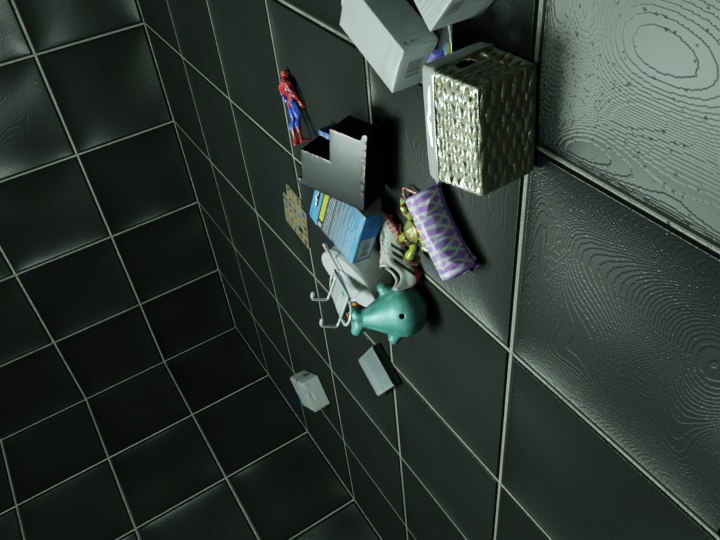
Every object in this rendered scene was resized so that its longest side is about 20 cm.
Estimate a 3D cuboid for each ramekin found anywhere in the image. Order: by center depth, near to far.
[{"bbox_3d":[0.000,0.000,1.776,0.202,0.094,0.203,40,161,16],"label":"ramekin"}]

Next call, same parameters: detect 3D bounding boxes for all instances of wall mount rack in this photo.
[{"bbox_3d":[-0.069,0.040,1.667,0.200,0.074,0.174,-115,37,-52],"label":"wall mount rack"}]

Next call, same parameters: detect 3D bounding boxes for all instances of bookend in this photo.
[{"bbox_3d":[-0.045,-0.268,1.520,0.199,0.092,0.199,25,137,24],"label":"bookend"}]

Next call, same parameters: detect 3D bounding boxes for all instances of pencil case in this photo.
[{"bbox_3d":[0.167,-0.077,1.368,0.085,0.084,0.201,-27,91,34],"label":"pencil case"}]

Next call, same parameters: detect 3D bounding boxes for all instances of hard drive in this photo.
[{"bbox_3d":[0.059,0.320,2.151,0.140,0.033,0.200,61,159,11],"label":"hard drive"}]

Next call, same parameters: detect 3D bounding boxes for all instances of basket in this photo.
[{"bbox_3d":[0.190,-0.234,1.051,0.123,0.135,0.201,38,147,46],"label":"basket"}]

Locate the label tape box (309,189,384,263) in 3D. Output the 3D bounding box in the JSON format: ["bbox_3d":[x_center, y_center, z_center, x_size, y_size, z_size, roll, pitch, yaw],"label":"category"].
[{"bbox_3d":[-0.039,-0.137,1.652,0.200,0.066,0.144,49,138,32],"label":"label tape box"}]

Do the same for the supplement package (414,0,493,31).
[{"bbox_3d":[0.119,-0.478,0.976,0.201,0.109,0.114,63,159,4],"label":"supplement package"}]

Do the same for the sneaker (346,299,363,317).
[{"bbox_3d":[-0.008,0.106,2.028,0.112,0.077,0.200,64,171,-9],"label":"sneaker"}]

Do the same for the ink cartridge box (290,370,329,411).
[{"bbox_3d":[-0.232,0.545,3.044,0.200,0.086,0.147,-3,111,67],"label":"ink cartridge box"}]

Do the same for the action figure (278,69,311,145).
[{"bbox_3d":[-0.183,-0.449,1.834,0.065,0.052,0.201,1,110,61],"label":"action figure"}]

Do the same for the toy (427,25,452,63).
[{"bbox_3d":[0.136,-0.318,1.133,0.115,0.047,0.201,-87,-12,-48],"label":"toy"}]

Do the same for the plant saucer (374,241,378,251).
[{"bbox_3d":[-0.025,-0.109,1.795,0.200,0.032,0.200,39,161,17],"label":"plant saucer"}]

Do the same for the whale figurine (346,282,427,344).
[{"bbox_3d":[0.067,0.110,1.646,0.104,0.199,0.160,-75,-26,-81],"label":"whale figurine"}]

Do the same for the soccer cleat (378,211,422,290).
[{"bbox_3d":[0.074,-0.047,1.616,0.201,0.085,0.069,64,160,0],"label":"soccer cleat"}]

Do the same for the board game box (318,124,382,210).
[{"bbox_3d":[-0.024,-0.247,1.686,0.200,0.043,0.200,37,147,51],"label":"board game box"}]

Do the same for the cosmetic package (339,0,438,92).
[{"bbox_3d":[0.047,-0.444,1.237,0.200,0.081,0.113,59,159,19],"label":"cosmetic package"}]

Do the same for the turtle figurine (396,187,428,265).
[{"bbox_3d":[0.124,-0.072,1.493,0.200,0.064,0.161,57,158,20],"label":"turtle figurine"}]

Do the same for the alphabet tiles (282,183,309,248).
[{"bbox_3d":[-0.221,-0.194,2.277,0.167,0.008,0.200,51,155,33],"label":"alphabet tiles"}]

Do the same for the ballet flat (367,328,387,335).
[{"bbox_3d":[0.052,0.130,1.780,0.067,0.062,0.200,39,-173,34],"label":"ballet flat"}]
